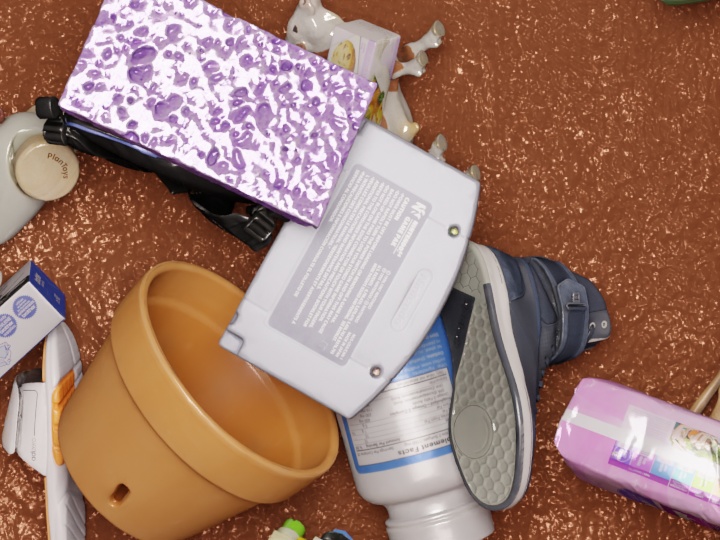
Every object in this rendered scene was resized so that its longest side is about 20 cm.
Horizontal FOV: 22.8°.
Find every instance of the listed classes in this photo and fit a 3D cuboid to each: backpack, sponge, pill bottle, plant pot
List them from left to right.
[{"bbox_3d":[-0.135,0.112,1.353,0.140,0.200,0.200,-41,90,21],"label":"plant pot"},{"bbox_3d":[-0.127,-0.120,1.348,0.199,0.190,0.155,27,84,-5],"label":"backpack"},{"bbox_3d":[-0.097,-0.120,1.241,0.199,0.030,0.112,25,84,-6],"label":"sponge"},{"bbox_3d":[0.039,0.116,1.385,0.112,0.112,0.201,-15,91,0],"label":"pill bottle"}]

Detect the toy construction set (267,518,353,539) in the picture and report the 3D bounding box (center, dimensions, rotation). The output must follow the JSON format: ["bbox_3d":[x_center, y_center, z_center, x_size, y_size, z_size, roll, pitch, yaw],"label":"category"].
[{"bbox_3d":[-0.009,0.261,1.383,0.199,0.131,0.092,15,46,0],"label":"toy construction set"}]

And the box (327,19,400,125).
[{"bbox_3d":[-0.015,-0.091,1.366,0.041,0.039,0.201,26,117,25],"label":"box"}]

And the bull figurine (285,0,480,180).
[{"bbox_3d":[0.014,-0.130,1.399,0.121,0.065,0.201,-12,99,35],"label":"bull figurine"}]

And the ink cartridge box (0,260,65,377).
[{"bbox_3d":[-0.318,0.081,1.392,0.200,0.094,0.044,-43,104,0],"label":"ink cartridge box"}]

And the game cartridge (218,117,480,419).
[{"bbox_3d":[0.000,0.000,1.313,0.133,0.041,0.201,30,90,6],"label":"game cartridge"}]

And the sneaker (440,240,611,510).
[{"bbox_3d":[0.134,0.082,1.358,0.077,0.146,0.203,-18,71,43],"label":"sneaker"}]

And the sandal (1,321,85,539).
[{"bbox_3d":[-0.254,0.143,1.402,0.059,0.079,0.208,-1,90,5],"label":"sandal"}]

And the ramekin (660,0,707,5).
[{"bbox_3d":[0.256,-0.296,1.344,0.097,0.200,0.201,-12,90,8],"label":"ramekin"}]

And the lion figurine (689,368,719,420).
[{"bbox_3d":[0.307,0.169,1.412,0.122,0.072,0.200,-38,76,8],"label":"lion figurine"}]

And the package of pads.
[{"bbox_3d":[0.251,0.149,1.333,0.199,0.120,0.076,20,85,20],"label":"package of pads"}]

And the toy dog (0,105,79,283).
[{"bbox_3d":[-0.301,-0.060,1.390,0.096,0.132,0.200,38,80,-22],"label":"toy dog"}]
